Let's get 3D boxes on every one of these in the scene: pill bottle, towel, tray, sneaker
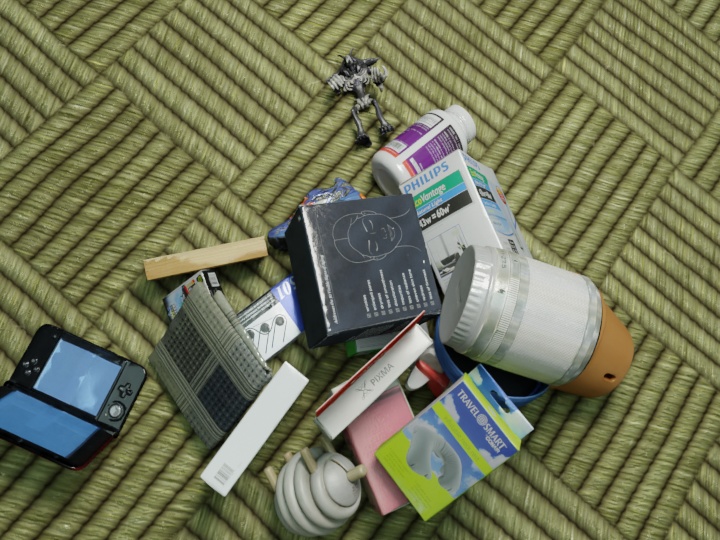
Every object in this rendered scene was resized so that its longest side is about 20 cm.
[{"bbox_3d":[0.121,-0.220,1.146,0.199,0.113,0.113,-39,82,-16],"label":"pill bottle"},{"bbox_3d":[-0.239,0.148,0.970,0.201,0.034,0.193,49,117,18],"label":"towel"},{"bbox_3d":[-0.258,-0.021,1.043,0.195,0.099,0.038,-11,94,-11],"label":"tray"},{"bbox_3d":[-0.086,-0.101,1.113,0.198,0.076,0.079,-30,71,-23],"label":"sneaker"}]

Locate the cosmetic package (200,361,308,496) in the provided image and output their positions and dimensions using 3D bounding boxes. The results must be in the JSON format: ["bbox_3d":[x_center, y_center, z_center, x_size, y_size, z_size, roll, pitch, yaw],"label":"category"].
[{"bbox_3d":[-0.161,0.244,0.955,0.051,0.151,0.201,36,72,4],"label":"cosmetic package"}]

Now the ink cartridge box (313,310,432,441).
[{"bbox_3d":[0.021,0.152,0.860,0.199,0.174,0.044,-41,81,-14],"label":"ink cartridge box"}]

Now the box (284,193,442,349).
[{"bbox_3d":[0.000,0.000,0.977,0.192,0.124,0.205,-8,76,-23],"label":"box"}]

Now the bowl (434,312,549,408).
[{"bbox_3d":[0.206,0.123,0.957,0.196,0.040,0.203,11,44,-11],"label":"bowl"}]

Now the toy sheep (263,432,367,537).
[{"bbox_3d":[-0.065,0.332,0.937,0.136,0.199,0.140,27,45,-31],"label":"toy sheep"}]

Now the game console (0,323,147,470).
[{"bbox_3d":[-0.462,0.187,0.948,0.196,0.119,0.175,24,73,-1],"label":"game console"}]

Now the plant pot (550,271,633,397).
[{"bbox_3d":[0.365,0.124,1.052,0.138,0.199,0.204,29,72,-16],"label":"plant pot"}]

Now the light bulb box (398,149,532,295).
[{"bbox_3d":[0.187,-0.075,1.055,0.123,0.197,0.204,-27,77,25],"label":"light bulb box"}]

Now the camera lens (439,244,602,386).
[{"bbox_3d":[0.227,0.063,0.877,0.195,0.160,0.164,17,72,-4],"label":"camera lens"}]

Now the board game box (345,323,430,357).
[{"bbox_3d":[0.032,0.038,1.076,0.150,0.040,0.205,-3,74,-27],"label":"board game box"}]

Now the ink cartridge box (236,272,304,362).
[{"bbox_3d":[-0.138,0.079,1.061,0.199,0.044,0.095,-37,84,-16],"label":"ink cartridge box"}]

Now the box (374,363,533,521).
[{"bbox_3d":[0.130,0.243,0.866,0.200,0.048,0.123,-43,81,17],"label":"box"}]

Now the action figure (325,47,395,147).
[{"bbox_3d":[0.000,-0.348,1.173,0.116,0.102,0.204,-20,79,-1],"label":"action figure"}]

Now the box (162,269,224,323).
[{"bbox_3d":[-0.249,0.115,1.008,0.109,0.034,0.204,-30,76,28],"label":"box"}]

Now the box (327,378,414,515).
[{"bbox_3d":[0.033,0.268,0.987,0.107,0.128,0.204,-22,77,-12],"label":"box"}]

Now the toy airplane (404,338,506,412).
[{"bbox_3d":[0.169,0.192,0.982,0.196,0.140,0.205,2,76,-40],"label":"toy airplane"}]
